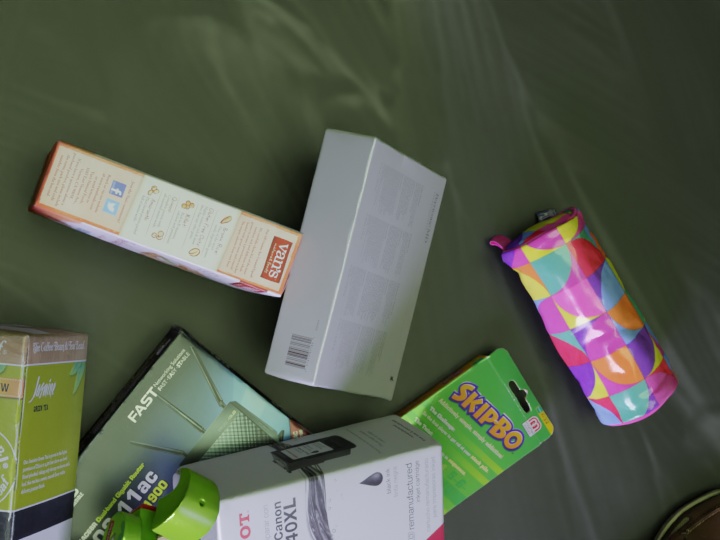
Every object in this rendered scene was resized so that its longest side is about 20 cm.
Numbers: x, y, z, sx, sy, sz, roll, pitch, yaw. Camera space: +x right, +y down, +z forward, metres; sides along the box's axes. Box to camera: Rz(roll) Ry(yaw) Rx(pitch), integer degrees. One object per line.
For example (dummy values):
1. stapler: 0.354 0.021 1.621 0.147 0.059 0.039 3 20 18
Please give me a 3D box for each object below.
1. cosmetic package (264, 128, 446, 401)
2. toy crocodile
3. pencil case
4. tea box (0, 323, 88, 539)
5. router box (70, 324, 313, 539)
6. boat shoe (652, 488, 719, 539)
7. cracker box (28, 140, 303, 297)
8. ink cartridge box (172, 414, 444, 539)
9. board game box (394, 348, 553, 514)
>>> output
1. cosmetic package: 0.000 0.000 1.149 0.052 0.151 0.200 12 86 29
2. toy crocodile: -0.174 0.218 1.053 0.067 0.200 0.062 22 40 -26
3. pencil case: 0.200 0.039 1.237 0.088 0.088 0.200 -33 96 -13
4. tea box: -0.323 0.133 1.037 0.200 0.134 0.197 4 88 8
5. router box: -0.154 0.167 1.149 0.150 0.062 0.200 40 81 -11
6. boat shoe: 0.290 0.277 1.264 0.202 0.075 0.075 -41 100 -11
7. cracker box: -0.157 -0.038 1.110 0.200 0.134 0.058 20 85 -14
8. ink cartridge box: -0.038 0.212 1.116 0.200 0.083 0.145 -11 108 -27
9. board game box: 0.067 0.158 1.228 0.200 0.030 0.096 -33 99 -10
